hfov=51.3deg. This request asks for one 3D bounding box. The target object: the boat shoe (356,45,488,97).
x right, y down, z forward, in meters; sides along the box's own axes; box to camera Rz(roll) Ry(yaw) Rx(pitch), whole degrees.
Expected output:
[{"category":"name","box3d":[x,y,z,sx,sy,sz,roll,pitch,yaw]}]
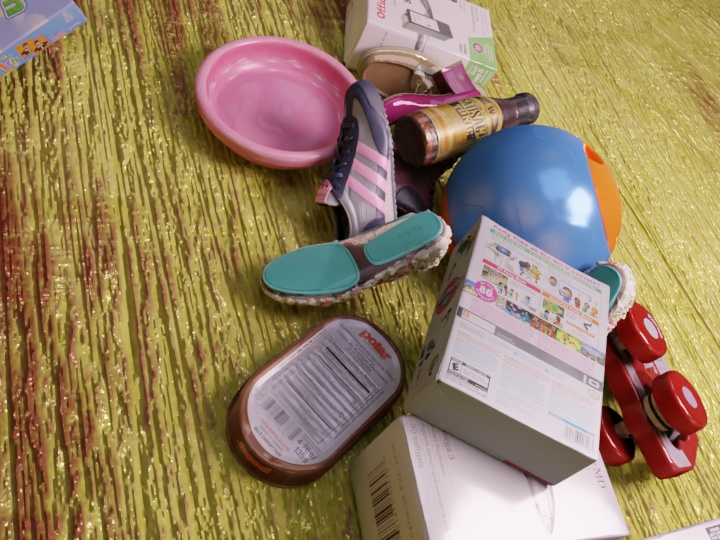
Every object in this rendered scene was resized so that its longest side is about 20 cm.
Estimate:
[{"category":"boat shoe","box3d":[0.090,-0.240,1.010,0.199,0.074,0.067,15,46,-18]}]

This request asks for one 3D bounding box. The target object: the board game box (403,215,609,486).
[{"category":"board game box","box3d":[0.138,0.064,0.665,0.147,0.064,0.200,29,48,-6]}]

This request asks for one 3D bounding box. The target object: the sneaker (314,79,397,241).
[{"category":"sneaker","box3d":[-0.010,-0.104,0.809,0.082,0.070,0.201,-8,95,-22]}]

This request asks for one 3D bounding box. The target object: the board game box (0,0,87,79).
[{"category":"board game box","box3d":[-0.386,-0.242,0.717,0.200,0.037,0.151,-37,75,-6]}]

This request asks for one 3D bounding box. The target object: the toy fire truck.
[{"category":"toy fire truck","box3d":[0.322,0.131,0.847,0.168,0.112,0.201,8,52,-46]}]

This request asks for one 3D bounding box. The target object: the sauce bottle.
[{"category":"sauce bottle","box3d":[0.132,-0.175,0.892,0.200,0.066,0.066,-24,70,-32]}]

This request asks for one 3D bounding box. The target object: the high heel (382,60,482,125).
[{"category":"high heel","box3d":[0.069,-0.182,0.947,0.199,0.067,0.096,-29,99,-7]}]

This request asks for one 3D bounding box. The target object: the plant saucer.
[{"category":"plant saucer","box3d":[-0.094,-0.191,0.881,0.200,0.051,0.201,9,54,-13]}]

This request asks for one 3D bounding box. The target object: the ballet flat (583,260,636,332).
[{"category":"ballet flat","box3d":[0.223,0.079,0.788,0.064,0.200,0.076,20,22,-50]}]

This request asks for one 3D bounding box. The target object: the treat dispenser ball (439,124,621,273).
[{"category":"treat dispenser ball","box3d":[0.190,-0.062,0.846,0.200,0.201,0.202,14,51,-18]}]

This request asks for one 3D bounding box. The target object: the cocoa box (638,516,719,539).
[{"category":"cocoa box","box3d":[0.271,0.308,0.660,0.199,0.133,0.132,-2,58,-28]}]

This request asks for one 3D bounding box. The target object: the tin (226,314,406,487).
[{"category":"tin","box3d":[-0.035,0.117,0.707,0.112,0.042,0.200,48,49,6]}]

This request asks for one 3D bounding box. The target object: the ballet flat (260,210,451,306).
[{"category":"ballet flat","box3d":[0.000,0.000,0.765,0.199,0.064,0.076,-17,55,-5]}]

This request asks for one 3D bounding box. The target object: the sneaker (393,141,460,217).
[{"category":"sneaker","box3d":[0.080,-0.104,0.918,0.199,0.076,0.116,-19,77,-31]}]

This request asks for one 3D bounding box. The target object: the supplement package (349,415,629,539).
[{"category":"supplement package","box3d":[0.109,0.202,0.665,0.199,0.117,0.117,4,54,-26]}]

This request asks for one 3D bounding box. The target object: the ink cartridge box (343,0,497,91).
[{"category":"ink cartridge box","box3d":[0.084,-0.332,1.068,0.199,0.084,0.146,15,50,-17]}]
